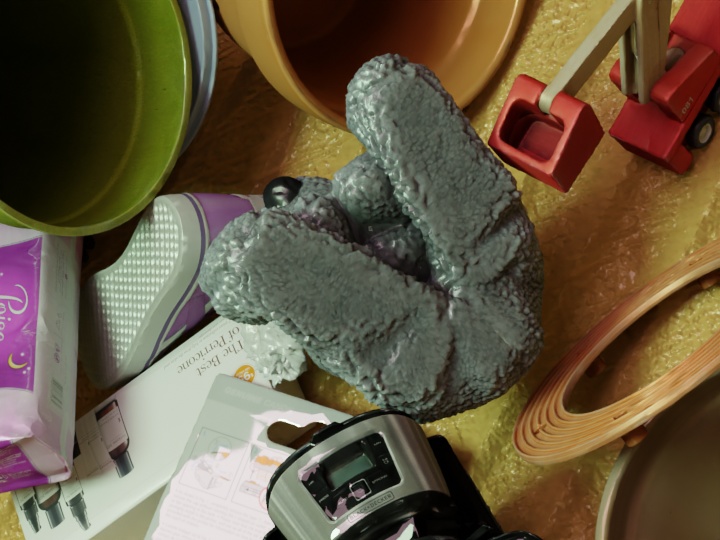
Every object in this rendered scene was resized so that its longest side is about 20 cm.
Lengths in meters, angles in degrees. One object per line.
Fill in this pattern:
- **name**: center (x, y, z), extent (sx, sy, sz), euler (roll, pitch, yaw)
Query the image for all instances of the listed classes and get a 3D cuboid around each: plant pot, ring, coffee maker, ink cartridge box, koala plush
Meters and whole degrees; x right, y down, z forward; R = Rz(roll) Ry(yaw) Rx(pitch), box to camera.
- **plant pot**: center (-0.241, -0.118, 1.233), extent (0.192, 0.200, 0.202), euler (-2, 69, 42)
- **ring**: center (0.164, 0.039, 1.072), extent (0.200, 0.201, 0.019), euler (-36, 99, 14)
- **plant pot**: center (-0.012, -0.193, 1.256), extent (0.140, 0.200, 0.201), euler (21, 82, 52)
- **coffee maker**: center (0.037, 0.201, 1.054), extent (0.134, 0.193, 0.200), euler (-12, 44, -22)
- **plant pot**: center (0.226, 0.146, 1.020), extent (0.200, 0.093, 0.202), euler (-12, 64, 26)
- **ink cartridge box**: center (-0.050, 0.179, 1.191), extent (0.159, 0.047, 0.201), euler (16, 74, 23)
- **koala plush**: center (0.000, 0.000, 1.159), extent (0.178, 0.184, 0.200), euler (-50, 14, -15)

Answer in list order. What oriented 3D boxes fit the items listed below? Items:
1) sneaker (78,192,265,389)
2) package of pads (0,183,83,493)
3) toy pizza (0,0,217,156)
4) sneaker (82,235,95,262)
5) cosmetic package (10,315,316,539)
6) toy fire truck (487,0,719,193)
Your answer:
- **sneaker**: center (-0.106, 0.015, 1.294), extent (0.200, 0.114, 0.073), euler (-42, 63, 49)
- **package of pads**: center (-0.239, 0.043, 1.268), extent (0.120, 0.076, 0.201), euler (-10, 56, 10)
- **toy pizza**: center (-0.172, -0.153, 1.300), extent (0.199, 0.032, 0.202), euler (8, 106, 28)
- **sneaker**: center (-0.193, -0.071, 1.369), extent (0.078, 0.085, 0.200), euler (38, 92, 36)
- **cosmetic package**: center (-0.130, 0.114, 1.277), extent (0.200, 0.051, 0.083), euler (-36, 57, 14)
- **toy fire truck**: center (0.164, -0.125, 1.137), extent (0.049, 0.141, 0.201), euler (29, 87, 36)
